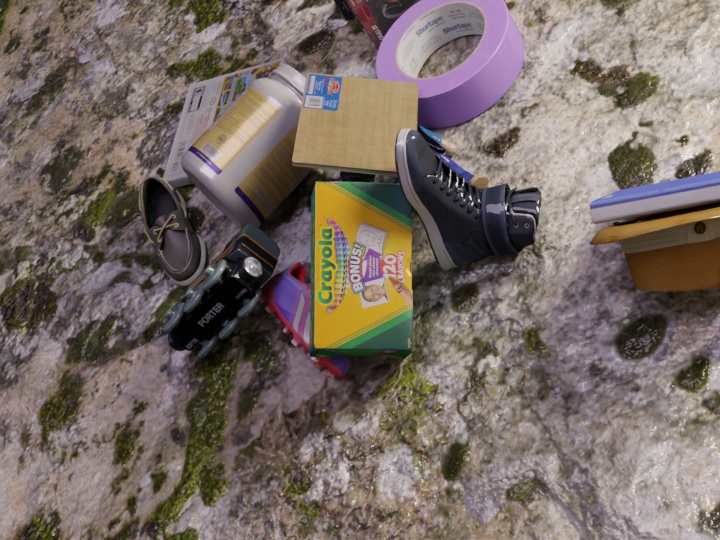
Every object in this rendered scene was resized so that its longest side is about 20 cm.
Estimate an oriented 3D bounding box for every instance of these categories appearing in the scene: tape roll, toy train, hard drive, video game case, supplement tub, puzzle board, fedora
[{"bbox_3d":[0.121,-0.293,1.719,0.198,0.066,0.202,-18,49,22],"label":"tape roll"},{"bbox_3d":[-0.180,0.029,1.627,0.200,0.085,0.115,-42,18,39],"label":"toy train"},{"bbox_3d":[0.361,-0.086,1.364,0.197,0.132,0.026,-10,95,27],"label":"hard drive"},{"bbox_3d":[-0.203,-0.223,1.913,0.180,0.023,0.202,-11,51,27],"label":"video game case"},{"bbox_3d":[-0.134,-0.170,1.736,0.200,0.146,0.145,-46,44,-7],"label":"supplement tub"},{"bbox_3d":[-0.003,-0.182,1.578,0.148,0.018,0.202,5,40,0],"label":"puzzle board"},{"bbox_3d":[0.343,-0.022,1.323,0.198,0.200,0.083,-10,93,27],"label":"fedora"}]

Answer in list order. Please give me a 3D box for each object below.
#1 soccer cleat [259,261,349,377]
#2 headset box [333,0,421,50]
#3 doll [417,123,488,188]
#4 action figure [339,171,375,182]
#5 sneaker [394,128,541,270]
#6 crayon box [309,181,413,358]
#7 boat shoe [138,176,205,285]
[{"bbox_3d":[-0.061,0.058,1.567,0.076,0.067,0.200,-44,41,-2],"label":"soccer cleat"},{"bbox_3d":[0.054,-0.422,1.804,0.198,0.149,0.076,-28,44,12],"label":"headset box"},{"bbox_3d":[0.077,-0.152,1.607,0.200,0.135,0.049,45,129,34],"label":"doll"},{"bbox_3d":[0.003,-0.086,1.598,0.068,0.130,0.203,-10,65,20],"label":"action figure"},{"bbox_3d":[0.131,-0.094,1.462,0.144,0.203,0.078,-9,42,26],"label":"sneaker"},{"bbox_3d":[0.000,0.000,1.488,0.117,0.058,0.204,1,77,-7],"label":"crayon box"},{"bbox_3d":[-0.275,-0.059,1.804,0.072,0.060,0.203,-33,45,7],"label":"boat shoe"}]
